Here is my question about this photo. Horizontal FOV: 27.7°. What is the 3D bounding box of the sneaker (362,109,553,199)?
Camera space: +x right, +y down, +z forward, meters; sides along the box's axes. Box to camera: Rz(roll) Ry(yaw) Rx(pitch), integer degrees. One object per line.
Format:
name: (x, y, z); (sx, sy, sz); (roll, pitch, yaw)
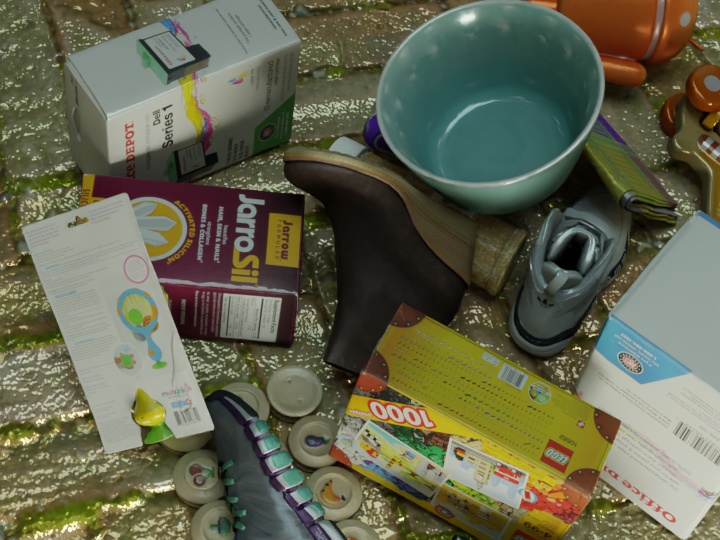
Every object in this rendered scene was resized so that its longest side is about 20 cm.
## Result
sneaker: (0.100, -0.107, 1.393); (0.198, 0.070, 0.100); (5, 59, -3)

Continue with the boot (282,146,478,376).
boot: (0.000, 0.000, 1.255); (0.199, 0.072, 0.168); (25, 80, -17)

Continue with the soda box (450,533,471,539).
soda box: (0.148, 0.283, 1.142); (0.198, 0.071, 0.064); (23, 62, 8)

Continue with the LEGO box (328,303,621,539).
LEGO box: (0.088, 0.135, 1.175); (0.199, 0.149, 0.077); (28, 56, 6)

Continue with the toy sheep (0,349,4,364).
toy sheep: (-0.358, 0.093, 1.163); (0.137, 0.139, 0.200); (-34, 54, -26)

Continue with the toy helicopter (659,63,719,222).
toy helicopter: (0.362, -0.095, 1.433); (0.131, 0.079, 0.202); (15, 66, -8)

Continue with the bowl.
bowl: (0.119, -0.131, 1.301); (0.198, 0.105, 0.203); (-6, 59, 9)

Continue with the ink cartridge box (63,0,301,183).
ink cartridge box: (-0.163, -0.156, 1.343); (0.199, 0.145, 0.084); (-25, 63, -22)

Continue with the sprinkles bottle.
sprinkles bottle: (0.053, -0.051, 1.351); (0.199, 0.068, 0.068); (28, 57, 10)

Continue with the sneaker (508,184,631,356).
sneaker: (0.203, -0.024, 1.324); (0.075, 0.115, 0.201); (28, 57, 11)

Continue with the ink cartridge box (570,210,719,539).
ink cartridge box: (0.273, 0.090, 1.208); (0.146, 0.201, 0.146); (36, 58, 16)

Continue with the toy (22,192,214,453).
toy: (-0.190, 0.042, 1.196); (0.047, 0.114, 0.202); (-27, 101, -61)

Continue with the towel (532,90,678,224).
towel: (0.223, -0.126, 1.403); (0.201, 0.023, 0.143); (54, 23, 23)

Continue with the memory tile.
memory tile: (-0.077, 0.179, 1.213); (0.152, 0.017, 0.201); (-14, 59, -16)

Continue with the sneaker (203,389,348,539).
sneaker: (-0.085, 0.187, 1.155); (0.087, 0.075, 0.200); (-31, 67, -19)

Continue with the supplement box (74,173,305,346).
supplement box: (-0.151, -0.009, 1.285); (0.198, 0.086, 0.111); (5, 56, -5)

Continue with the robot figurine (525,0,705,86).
robot figurine: (0.257, -0.273, 1.494); (0.198, 0.118, 0.145); (5, 37, -5)
